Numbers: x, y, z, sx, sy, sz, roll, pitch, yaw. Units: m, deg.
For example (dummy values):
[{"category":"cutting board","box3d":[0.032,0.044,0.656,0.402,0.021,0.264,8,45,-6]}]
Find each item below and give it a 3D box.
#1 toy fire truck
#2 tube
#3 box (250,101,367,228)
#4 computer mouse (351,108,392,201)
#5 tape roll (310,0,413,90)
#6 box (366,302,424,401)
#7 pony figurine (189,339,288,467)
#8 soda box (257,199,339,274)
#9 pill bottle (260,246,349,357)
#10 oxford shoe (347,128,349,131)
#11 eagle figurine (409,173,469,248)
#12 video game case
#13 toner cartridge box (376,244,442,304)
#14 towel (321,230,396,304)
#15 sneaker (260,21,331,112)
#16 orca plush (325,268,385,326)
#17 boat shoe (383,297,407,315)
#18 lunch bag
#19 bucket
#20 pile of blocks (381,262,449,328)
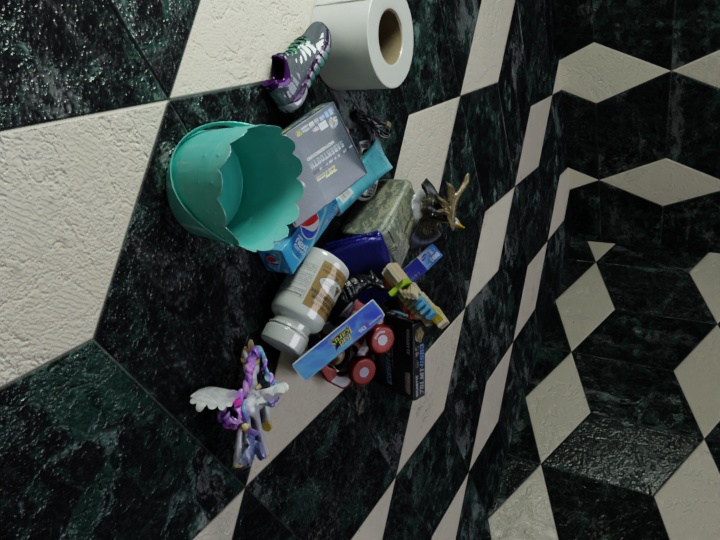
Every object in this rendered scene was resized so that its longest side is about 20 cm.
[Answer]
[{"category":"toy fire truck","box3d":[-0.034,0.159,1.352,0.167,0.112,0.201,33,86,-30]},{"category":"tube","box3d":[-0.003,-0.205,1.331,0.200,0.050,0.078,-48,123,-25]},{"category":"box","box3d":[-0.097,-0.200,1.123,0.200,0.051,0.158,-40,118,-25]},{"category":"computer mouse","box3d":[0.010,-0.263,1.382,0.109,0.044,0.202,11,92,-37]},{"category":"tape roll","box3d":[0.006,-0.482,1.237,0.202,0.138,0.204,-20,113,-56]},{"category":"box","box3d":[0.073,0.191,1.449,0.049,0.198,0.202,-17,114,-37]},{"category":"pony figurine","box3d":[-0.203,0.243,1.068,0.193,0.165,0.202,-96,-176,-80]},{"category":"soda box","box3d":[-0.121,-0.087,1.181,0.201,0.067,0.064,-58,143,-35]},{"category":"pill bottle","box3d":[-0.113,0.064,1.182,0.201,0.114,0.114,-63,145,-20]},{"category":"oxford shoe","box3d":[-0.087,-0.256,1.200,0.200,0.070,0.075,-55,138,-38]},{"category":"eagle figurine","box3d":[0.172,-0.131,1.368,0.151,0.200,0.152,-32,100,-14]},{"category":"video game case","box3d":[-0.046,0.145,1.210,0.200,0.046,0.181,-38,177,-8]},{"category":"toner cartridge box","box3d":[0.114,0.018,1.506,0.043,0.200,0.095,48,39,1]},{"category":"towel","box3d":[0.000,0.000,1.353,0.050,0.147,0.201,-102,175,-46]},{"category":"sneaker","box3d":[-0.118,-0.400,1.111,0.087,0.074,0.201,39,64,-51]},{"category":"orca plush","box3d":[-0.037,0.064,1.266,0.199,0.071,0.106,-15,93,-14]},{"category":"boat shoe","box3d":[0.103,0.090,1.466,0.065,0.200,0.073,-20,76,-34]},{"category":"lunch bag","box3d":[0.063,-0.095,1.423,0.168,0.138,0.201,58,47,-39]},{"category":"bucket","box3d":[-0.203,-0.137,0.960,0.207,0.134,0.209,-20,114,-57]},{"category":"pile of blocks","box3d":[0.110,0.070,1.309,0.200,0.062,0.082,45,17,-11]}]
